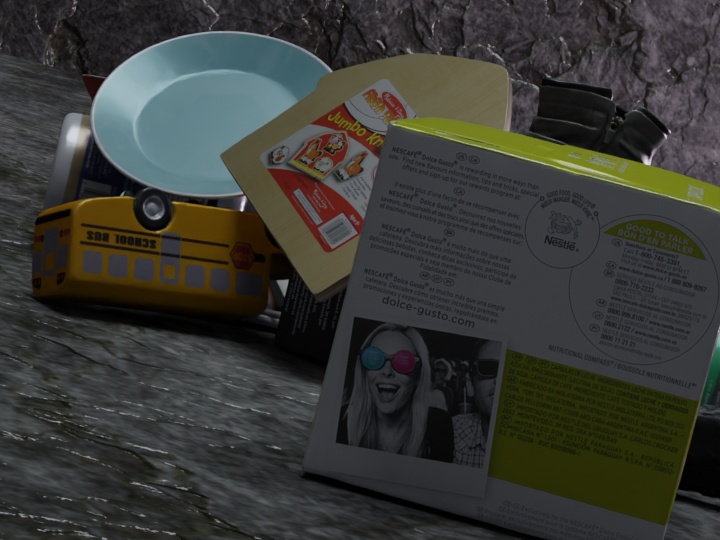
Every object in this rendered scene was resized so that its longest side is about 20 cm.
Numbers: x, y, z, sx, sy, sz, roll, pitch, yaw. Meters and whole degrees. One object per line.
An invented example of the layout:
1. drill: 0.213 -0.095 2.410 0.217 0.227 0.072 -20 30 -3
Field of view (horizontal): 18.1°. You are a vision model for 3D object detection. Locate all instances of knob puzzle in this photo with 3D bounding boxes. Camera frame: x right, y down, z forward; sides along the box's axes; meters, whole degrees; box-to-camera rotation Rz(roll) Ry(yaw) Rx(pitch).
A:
1. knob puzzle: 0.022 -0.077 1.572 0.219 0.220 0.031 19 -29 38

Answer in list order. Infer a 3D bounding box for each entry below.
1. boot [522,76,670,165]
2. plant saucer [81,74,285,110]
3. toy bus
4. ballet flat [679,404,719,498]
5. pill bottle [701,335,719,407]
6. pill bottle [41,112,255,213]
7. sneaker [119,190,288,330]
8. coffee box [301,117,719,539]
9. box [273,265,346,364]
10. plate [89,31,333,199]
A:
1. boot: 0.118 -0.080 1.626 0.199 0.132 0.068 15 4 -20
2. plant saucer: -0.114 -0.115 1.886 0.199 0.037 0.200 11 -3 12
3. toy bus: -0.128 -0.011 1.596 0.199 0.079 0.065 8 -11 -33
4. ballet flat: 0.233 0.115 1.433 0.199 0.067 0.057 15 2 -1
5. pill bottle: 0.313 0.103 1.496 0.199 0.114 0.113 16 7 15
6. pill bottle: -0.151 -0.051 1.808 0.199 0.112 0.111 14 7 -8
7. sneaker: -0.104 -0.006 1.683 0.199 0.081 0.074 13 4 -30
8. coffee box: 0.100 0.030 1.278 0.199 0.199 0.200 15 7 7
9. box: 0.058 0.031 1.593 0.199 0.107 0.122 19 9 31
10. plate: -0.108 -0.115 1.744 0.199 0.026 0.201 0 43 0
